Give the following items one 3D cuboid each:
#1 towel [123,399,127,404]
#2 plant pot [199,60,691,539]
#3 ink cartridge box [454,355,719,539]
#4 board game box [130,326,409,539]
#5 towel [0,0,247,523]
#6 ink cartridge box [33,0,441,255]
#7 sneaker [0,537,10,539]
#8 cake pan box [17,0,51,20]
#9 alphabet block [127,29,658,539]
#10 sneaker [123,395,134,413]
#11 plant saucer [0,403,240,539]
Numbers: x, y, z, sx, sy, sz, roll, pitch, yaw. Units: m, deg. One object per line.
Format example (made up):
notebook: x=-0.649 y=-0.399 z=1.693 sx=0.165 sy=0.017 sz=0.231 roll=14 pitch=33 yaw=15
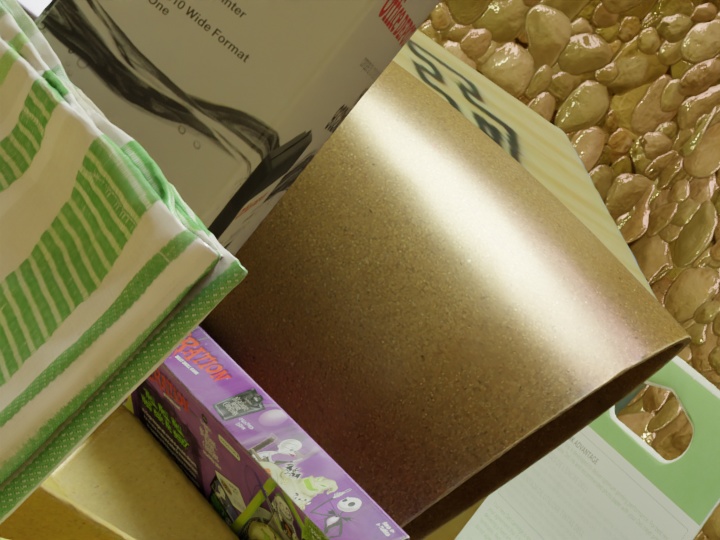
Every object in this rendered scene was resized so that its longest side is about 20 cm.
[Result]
towel: x=-0.085 y=0.083 z=1.414 sx=0.146 sy=0.030 sz=0.200 roll=35 pitch=4 yaw=-28
plant pot: x=0.000 y=0.000 z=1.085 sx=0.200 sy=0.186 sz=0.186 roll=56 pitch=5 yaw=9
ink cartridge box: x=0.099 y=0.132 z=1.190 sx=0.048 sy=0.200 sz=0.146 roll=35 pitch=4 yaw=-30
board game box: x=-0.032 y=0.104 z=0.996 sx=0.200 sy=0.032 sz=0.120 roll=42 pitch=-31 yaw=53
towel: x=-0.124 y=0.005 z=0.757 sx=0.023 sy=0.153 sz=0.200 roll=44 pitch=0 yaw=-38
ink cartridge box: x=-0.066 y=-0.048 z=0.892 sx=0.084 sy=0.200 sz=0.145 roll=39 pitch=3 yaw=4
sneaker: x=-0.053 y=0.115 z=0.756 sx=0.090 sy=0.078 sz=0.200 roll=33 pitch=-4 yaw=36
cake pan box: x=-0.208 y=-0.099 z=1.081 sx=0.184 sy=0.200 sz=0.052 roll=39 pitch=42 yaw=-14
alphabet block: x=0.003 y=0.002 z=1.346 sx=0.200 sy=0.195 sz=0.197 roll=30 pitch=22 yaw=-36
sneaker: x=-0.029 y=0.097 z=1.172 sx=0.074 sy=0.084 sz=0.200 roll=4 pitch=-24 yaw=41
plant saucer: x=-0.122 y=0.065 z=0.926 sx=0.200 sy=0.048 sz=0.200 roll=37 pitch=4 yaw=-38
